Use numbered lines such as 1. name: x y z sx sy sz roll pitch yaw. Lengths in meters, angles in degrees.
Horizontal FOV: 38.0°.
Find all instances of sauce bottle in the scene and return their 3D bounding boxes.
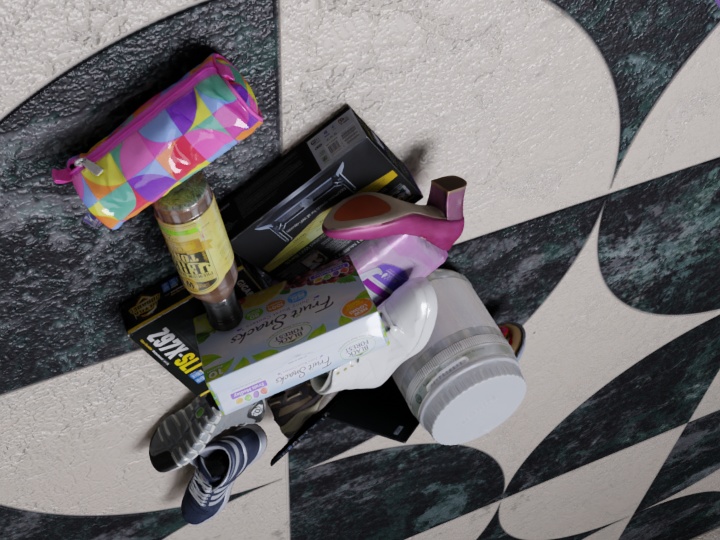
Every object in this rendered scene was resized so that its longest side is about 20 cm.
1. sauce bottle: -0.164 -0.014 1.101 0.064 0.065 0.201 -23 136 -8

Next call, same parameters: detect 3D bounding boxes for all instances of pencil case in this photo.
1. pencil case: -0.189 -0.120 0.992 0.199 0.089 0.088 -34 147 7

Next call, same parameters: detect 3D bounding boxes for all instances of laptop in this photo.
1. laptop: -0.003 0.219 1.491 0.200 0.103 0.177 -44 177 30

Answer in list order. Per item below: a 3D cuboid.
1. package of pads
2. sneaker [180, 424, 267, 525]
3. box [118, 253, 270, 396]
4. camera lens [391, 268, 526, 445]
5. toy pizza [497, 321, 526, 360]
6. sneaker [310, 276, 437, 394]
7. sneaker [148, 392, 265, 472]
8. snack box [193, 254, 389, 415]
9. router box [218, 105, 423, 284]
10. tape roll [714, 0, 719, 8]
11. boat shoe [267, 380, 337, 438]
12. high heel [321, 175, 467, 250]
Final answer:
1. package of pads: 0.000 0.000 1.301 0.199 0.076 0.120 -37 144 13
2. sneaker: -0.224 0.310 1.529 0.201 0.070 0.108 -52 167 21
3. box: -0.179 0.065 1.281 0.158 0.050 0.200 -28 147 2
4. camera lens: 0.115 0.112 1.418 0.158 0.201 0.161 -19 143 -15
5. toy pizza: 0.160 0.142 1.552 0.199 0.201 0.032 -38 105 15
6. sneaker: 0.009 0.089 1.291 0.114 0.074 0.201 -7 143 -39
7. sneaker: -0.197 0.215 1.450 0.200 0.075 0.115 -44 147 21
8. snack box: -0.081 0.069 1.170 0.198 0.143 0.053 -23 122 -4
9. router box: -0.046 -0.075 1.185 0.199 0.053 0.157 -36 147 10
10. tape roll: 0.508 -0.359 1.203 0.198 0.066 0.201 -19 147 -13
11. boat shoe: -0.073 0.159 1.451 0.200 0.073 0.074 -48 177 38
12. high heel: 0.040 -0.040 1.174 0.198 0.067 0.097 -14 129 -29
